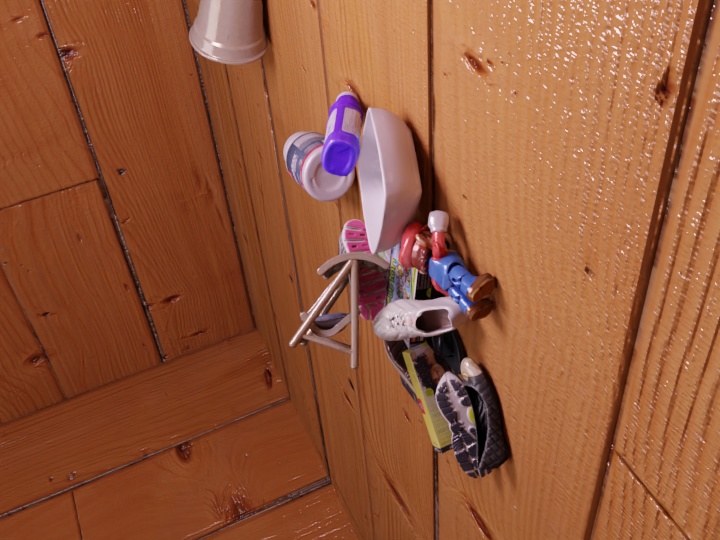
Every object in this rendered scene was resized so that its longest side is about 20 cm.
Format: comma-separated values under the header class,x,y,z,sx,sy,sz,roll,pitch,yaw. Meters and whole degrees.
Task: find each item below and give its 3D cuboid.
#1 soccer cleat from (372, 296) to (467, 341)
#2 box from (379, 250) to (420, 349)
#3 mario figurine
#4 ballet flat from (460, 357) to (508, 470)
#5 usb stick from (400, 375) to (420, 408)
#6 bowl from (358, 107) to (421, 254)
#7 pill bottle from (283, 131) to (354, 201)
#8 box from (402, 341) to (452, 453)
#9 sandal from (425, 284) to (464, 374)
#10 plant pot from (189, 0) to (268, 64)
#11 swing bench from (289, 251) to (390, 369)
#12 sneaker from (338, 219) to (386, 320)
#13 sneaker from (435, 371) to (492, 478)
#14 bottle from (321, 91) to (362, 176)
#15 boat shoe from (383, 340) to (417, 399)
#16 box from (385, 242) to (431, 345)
class,x,y,z,sx,sy,sz,roll,pitch,yaw
soccer cleat,0.093,0.084,1.365,0.197,0.077,0.071,-14,99,36
box,0.076,0.033,1.603,0.157,0.040,0.202,94,154,-54
mario figurine,0.146,-0.018,1.278,0.200,0.105,0.125,46,117,36
ballet flat,0.206,0.247,1.368,0.066,0.056,0.204,-171,63,-72
usb stick,0.138,0.279,1.692,0.200,0.032,0.056,-129,26,-51
bowl,0.050,-0.150,1.348,0.201,0.073,0.204,102,163,-62
pill bottle,-0.099,-0.236,1.749,0.200,0.118,0.122,-135,30,-59
box,0.147,0.241,1.537,0.050,0.074,0.204,171,80,-75
sandal,0.135,0.096,1.452,0.075,0.047,0.204,145,106,-73
plant pot,-0.310,-0.634,1.930,0.202,0.197,0.185,60,150,32
swing bench,-0.033,0.061,1.472,0.199,0.127,0.204,81,-154,-86
sneaker,0.000,0.000,1.626,0.087,0.072,0.204,168,88,-75
sneaker,0.195,0.277,1.454,0.080,0.076,0.203,-50,-59,-77
bottle,-0.030,-0.256,1.452,0.202,0.064,0.084,-85,11,-50
boat shoe,0.104,0.199,1.646,0.075,0.074,0.204,85,160,-59
box,0.089,0.019,1.449,0.110,0.034,0.204,-137,47,-57
